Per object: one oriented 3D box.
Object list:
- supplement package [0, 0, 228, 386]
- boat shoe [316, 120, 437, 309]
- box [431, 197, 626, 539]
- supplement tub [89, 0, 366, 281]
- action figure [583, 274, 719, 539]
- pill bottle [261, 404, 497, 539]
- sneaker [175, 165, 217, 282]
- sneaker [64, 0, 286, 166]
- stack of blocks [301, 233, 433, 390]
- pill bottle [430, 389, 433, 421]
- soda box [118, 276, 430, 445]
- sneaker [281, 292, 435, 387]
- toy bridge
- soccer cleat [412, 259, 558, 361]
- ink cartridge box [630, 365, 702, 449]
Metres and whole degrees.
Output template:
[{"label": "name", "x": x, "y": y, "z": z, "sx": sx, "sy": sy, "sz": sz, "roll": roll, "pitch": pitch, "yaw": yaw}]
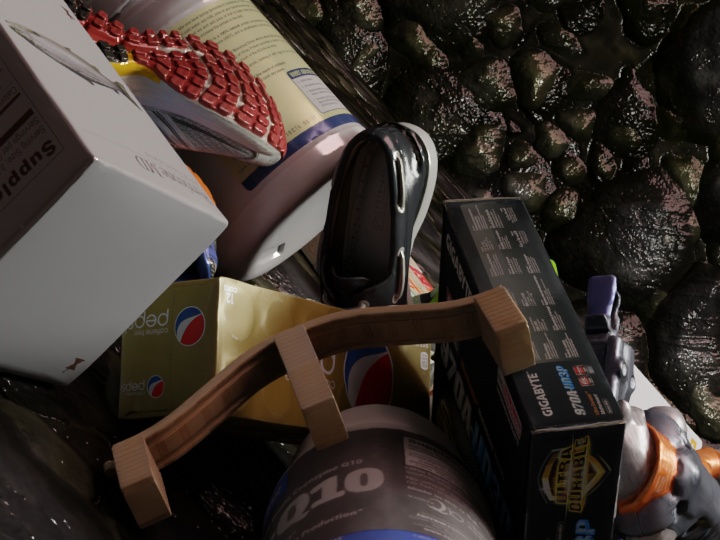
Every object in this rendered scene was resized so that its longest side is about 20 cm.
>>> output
[{"label": "supplement package", "x": -0.176, "y": -0.064, "z": 0.742, "sx": 0.200, "sy": 0.117, "sz": 0.117, "roll": 52, "pitch": 11, "yaw": 25}, {"label": "boat shoe", "x": 0.000, "y": 0.000, "z": 1.087, "sx": 0.075, "sy": 0.202, "sz": 0.060, "roll": 11, "pitch": 11, "yaw": 28}, {"label": "box", "x": 0.078, "y": 0.081, "z": 0.817, "sx": 0.201, "sy": 0.045, "sz": 0.160, "roll": -106, "pitch": -165, "yaw": -56}, {"label": "supplement tub", "x": -0.102, "y": -0.109, "z": 1.142, "sx": 0.200, "sy": 0.145, "sz": 0.145, "roll": 49, "pitch": 10, "yaw": 10}, {"label": "action figure", "x": 0.173, "y": 0.100, "z": 0.893, "sx": 0.193, "sy": 0.104, "sz": 0.202, "roll": 28, "pitch": 60, "yaw": -47}, {"label": "pill bottle", "x": 0.009, "y": 0.138, "z": 0.735, "sx": 0.114, "sy": 0.114, "sz": 0.200, "roll": 44, "pitch": 10, "yaw": -11}, {"label": "sneaker", "x": -0.146, "y": -0.052, "z": 0.957, "sx": 0.200, "sy": 0.075, "sz": 0.079, "roll": 36, "pitch": 18, "yaw": -41}, {"label": "sneaker", "x": -0.139, "y": -0.107, "z": 1.023, "sx": 0.198, "sy": 0.083, "sz": 0.078, "roll": 18, "pitch": 35, "yaw": -18}, {"label": "stack of blocks", "x": 0.028, "y": 0.032, "z": 1.378, "sx": 0.115, "sy": 0.059, "sz": 0.201, "roll": 33, "pitch": 18, "yaw": -53}, {"label": "pill bottle", "x": 0.104, "y": 0.109, "z": 1.087, "sx": 0.112, "sy": 0.112, "sz": 0.200, "roll": 48, "pitch": 31, "yaw": 10}, {"label": "soda box", "x": -0.039, "y": 0.054, "z": 0.859, "sx": 0.199, "sy": 0.063, "sz": 0.069, "roll": 16, "pitch": 71, "yaw": -55}, {"label": "sneaker", "x": -0.039, "y": 0.059, "z": 0.992, "sx": 0.199, "sy": 0.084, "sz": 0.078, "roll": 8, "pitch": 76, "yaw": -47}, {"label": "toy bridge", "x": -0.024, "y": 0.052, "z": 0.737, "sx": 0.067, "sy": 0.198, "sz": 0.027, "roll": -117, "pitch": -174, "yaw": -56}, {"label": "soccer cleat", "x": 0.060, "y": 0.042, "z": 1.139, "sx": 0.080, "sy": 0.200, "sz": 0.068, "roll": 0, "pitch": 69, "yaw": -37}, {"label": "ink cartridge box", "x": 0.144, "y": 0.160, "z": 1.005, "sx": 0.043, "sy": 0.200, "sz": 0.200, "roll": 7, "pitch": -21, "yaw": 32}]
